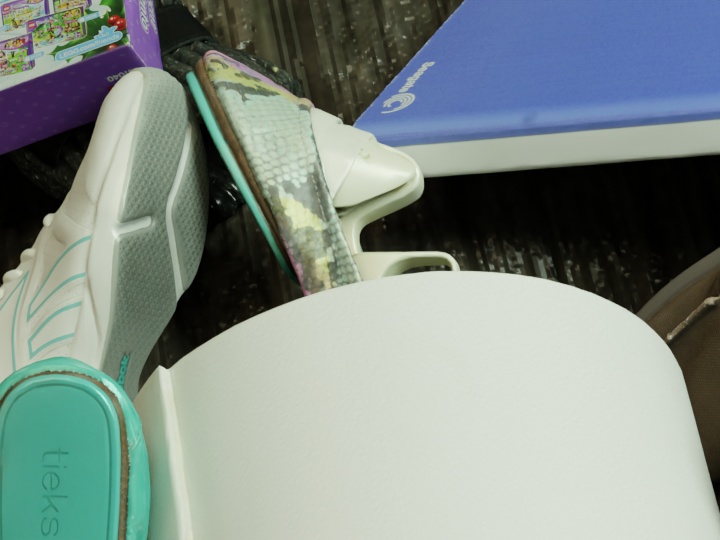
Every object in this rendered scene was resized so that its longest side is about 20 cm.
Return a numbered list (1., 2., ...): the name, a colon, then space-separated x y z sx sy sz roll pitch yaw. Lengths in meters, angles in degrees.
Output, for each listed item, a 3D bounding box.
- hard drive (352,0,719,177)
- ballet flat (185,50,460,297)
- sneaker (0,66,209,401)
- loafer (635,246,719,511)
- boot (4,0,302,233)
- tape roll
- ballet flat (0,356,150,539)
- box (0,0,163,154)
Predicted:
1. hard drive: 0.109 -0.081 1.010 0.199 0.025 0.132 -3 29 31
2. ballet flat: 0.000 0.000 0.978 0.071 0.069 0.201 -24 76 8
3. sneaker: -0.113 0.019 0.976 0.080 0.070 0.201 11 85 26
4. loafer: 0.143 0.024 0.905 0.073 0.200 0.071 34 25 -6
5. boot: -0.081 -0.111 1.091 0.157 0.080 0.212 25 72 32
6. tape roll: 0.023 0.115 0.839 0.202 0.203 0.140 -11 54 0
7. ballet flat: -0.093 0.127 0.790 0.067 0.070 0.201 5 85 2
8. box: -0.181 -0.100 1.050 0.199 0.039 0.137 -18 54 12
